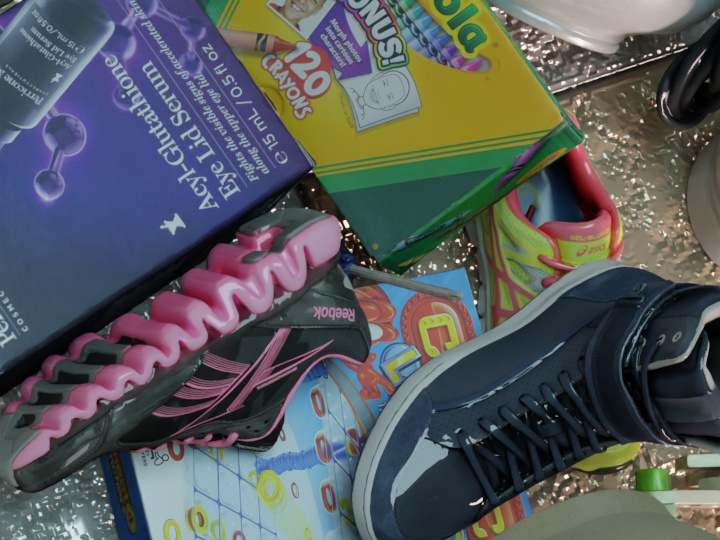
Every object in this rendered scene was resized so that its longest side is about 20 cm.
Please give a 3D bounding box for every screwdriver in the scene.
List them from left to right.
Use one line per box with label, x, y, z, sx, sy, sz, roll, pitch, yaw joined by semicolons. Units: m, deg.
screwdriver;0.000;0.000;1.405;0.029;0.200;0.028;21;87;-21

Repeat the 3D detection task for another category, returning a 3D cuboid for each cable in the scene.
cable;0.224;-0.142;1.542;0.200;0.163;0.051;-37;93;-17

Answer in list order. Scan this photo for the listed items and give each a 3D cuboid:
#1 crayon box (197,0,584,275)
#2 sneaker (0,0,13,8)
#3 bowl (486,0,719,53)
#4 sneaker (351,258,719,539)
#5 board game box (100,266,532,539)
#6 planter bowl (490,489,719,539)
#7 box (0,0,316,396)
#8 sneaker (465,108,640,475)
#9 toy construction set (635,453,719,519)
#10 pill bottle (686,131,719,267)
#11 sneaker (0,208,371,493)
crayon box;0.007;-0.113;1.469;0.119;0.058;0.200;-36;76;7
sneaker;-0.247;-0.188;1.380;0.199;0.114;0.076;24;61;16
bowl;0.109;-0.174;1.522;0.201;0.201;0.091;24;104;-11
sneaker;0.100;0.070;1.374;0.202;0.146;0.077;-40;117;-20
board game box;-0.020;0.114;1.437;0.195;0.056;0.201;-11;78;-22
planter bowl;0.115;0.187;1.343;0.200;0.201;0.135;-13;54;-22
box;-0.150;-0.045;1.413;0.200;0.104;0.148;-36;88;-25
sneaker;0.102;0.006;1.494;0.078;0.090;0.201;-14;81;-24
toy construction set;0.175;0.172;1.468;0.131;0.092;0.201;-4;66;5
pill bottle;0.253;-0.060;1.505;0.113;0.200;0.114;6;72;-18
sneaker;-0.077;0.056;1.370;0.200;0.079;0.096;-33;113;-16
